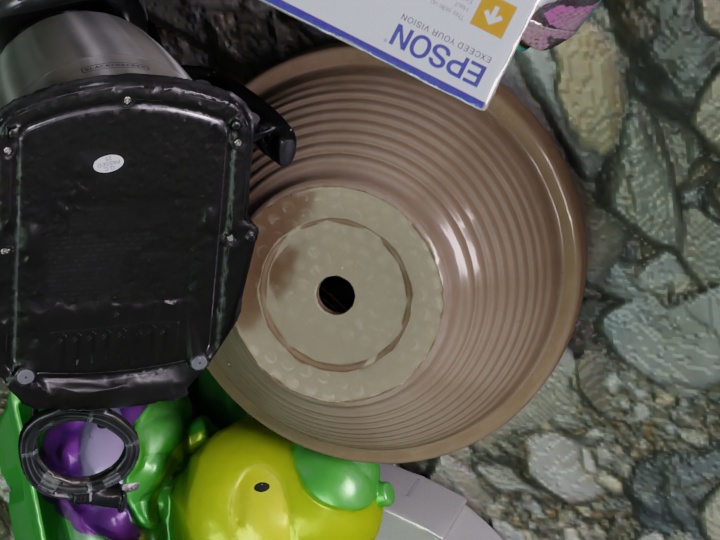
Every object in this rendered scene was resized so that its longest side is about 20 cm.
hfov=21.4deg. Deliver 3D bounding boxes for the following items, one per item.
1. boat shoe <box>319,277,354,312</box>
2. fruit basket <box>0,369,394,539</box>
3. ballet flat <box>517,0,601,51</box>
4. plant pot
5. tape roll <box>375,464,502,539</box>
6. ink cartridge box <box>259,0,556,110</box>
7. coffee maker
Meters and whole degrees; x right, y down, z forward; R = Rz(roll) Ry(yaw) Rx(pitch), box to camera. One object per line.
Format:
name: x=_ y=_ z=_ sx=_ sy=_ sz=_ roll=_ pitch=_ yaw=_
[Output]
boat shoe: x=-0.072 y=0.002 z=0.967 sx=0.200 sy=0.063 sz=0.073 roll=36 pitch=131 yaw=2
fruit basket: x=-0.088 y=0.134 z=0.981 sx=0.215 sy=0.155 sz=0.217 roll=19 pitch=113 yaw=53
ballet flat: x=0.030 y=-0.181 z=0.795 sx=0.200 sy=0.069 sz=0.071 roll=45 pitch=113 yaw=-4
plant pot: x=0.000 y=0.000 z=0.866 sx=0.199 sy=0.093 sz=0.202 roll=3 pitch=104 yaw=11
tape roll: x=0.007 y=0.195 z=1.071 sx=0.202 sy=0.037 sz=0.204 roll=15 pitch=127 yaw=20
ink cartridge box: x=0.009 y=-0.189 z=0.738 sx=0.196 sy=0.043 sz=0.201 roll=28 pitch=90 yaw=9
coffee maker: x=-0.135 y=-0.038 z=0.836 sx=0.134 sy=0.200 sz=0.193 roll=20 pitch=110 yaw=-28
